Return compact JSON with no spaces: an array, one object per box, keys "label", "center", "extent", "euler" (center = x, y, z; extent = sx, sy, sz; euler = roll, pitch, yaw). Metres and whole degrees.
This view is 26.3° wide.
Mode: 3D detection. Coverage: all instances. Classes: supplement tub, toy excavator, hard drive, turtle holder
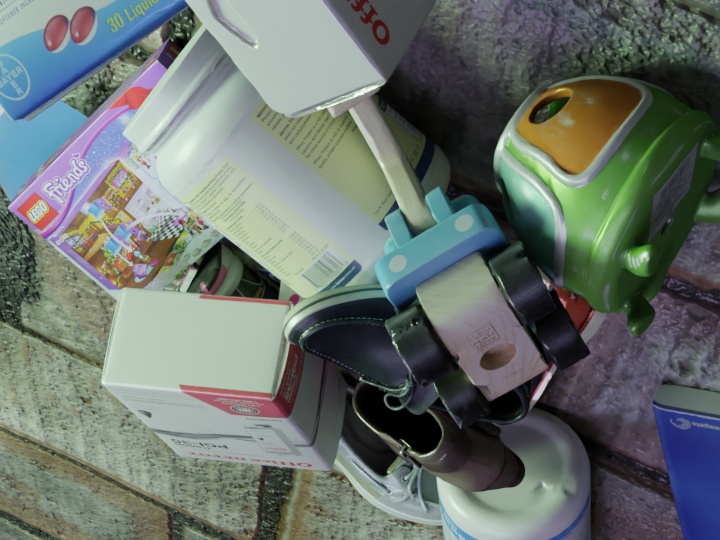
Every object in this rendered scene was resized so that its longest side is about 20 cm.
[{"label":"supplement tub","center":[0.136,0.224,1.341],"extent":[0.131,0.133,0.201],"euler":[15,142,20]},{"label":"toy excavator","center":[0.041,-0.029,0.983],"extent":[0.099,0.201,0.195],"euler":[-31,141,7]},{"label":"supplement tub","center":[-0.052,-0.081,1.080],"extent":[0.199,0.146,0.145],"euler":[38,145,-12]},{"label":"hard drive","center":[0.313,0.174,1.238],"extent":[0.131,0.025,0.201],"euler":[9,140,29]},{"label":"turtle holder","center":[0.162,-0.050,0.993],"extent":[0.131,0.142,0.185],"euler":[32,-175,22]}]

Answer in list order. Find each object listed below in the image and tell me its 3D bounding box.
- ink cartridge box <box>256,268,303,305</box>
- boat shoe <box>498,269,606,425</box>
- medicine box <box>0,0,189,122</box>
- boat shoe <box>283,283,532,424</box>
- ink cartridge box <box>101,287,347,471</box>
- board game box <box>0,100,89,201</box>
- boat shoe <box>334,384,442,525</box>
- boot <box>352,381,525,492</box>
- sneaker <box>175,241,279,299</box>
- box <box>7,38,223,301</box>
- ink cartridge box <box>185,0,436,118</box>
[{"label":"ink cartridge box","center":[0.004,0.047,1.203],"extent":[0.199,0.037,0.095],"euler":[15,161,45]},{"label":"boat shoe","center":[0.126,0.052,1.178],"extent":[0.062,0.072,0.200],"euler":[21,145,-7]},{"label":"medicine box","center":[-0.179,-0.222,0.891],"extent":[0.181,0.103,0.201],"euler":[-26,106,36]},{"label":"boat shoe","center":[0.039,0.060,1.060],"extent":[0.198,0.063,0.075],"euler":[17,137,-28]},{"label":"ink cartridge box","center":[-0.102,0.092,1.243],"extent":[0.145,0.084,0.200],"euler":[4,158,15]},{"label":"board game box","center":[-0.213,-0.078,1.294],"extent":[0.199,0.039,0.158],"euler":[33,141,-9]},{"label":"boat shoe","center":[0.016,0.158,1.402],"extent":[0.201,0.075,0.065],"euler":[37,150,2]},{"label":"boot","center":[0.040,0.116,1.219],"extent":[0.199,0.071,0.146],"euler":[22,175,40]},{"label":"sneaker","center":[-0.120,0.042,1.324],"extent":[0.086,0.081,0.200],"euler":[31,165,-11]},{"label":"box","center":[-0.165,-0.069,1.213],"extent":[0.137,0.039,0.200],"euler":[42,122,-17]},{"label":"ink cartridge box","center":[-0.014,-0.206,0.843],"extent":[0.084,0.201,0.146],"euler":[-13,128,44]}]
